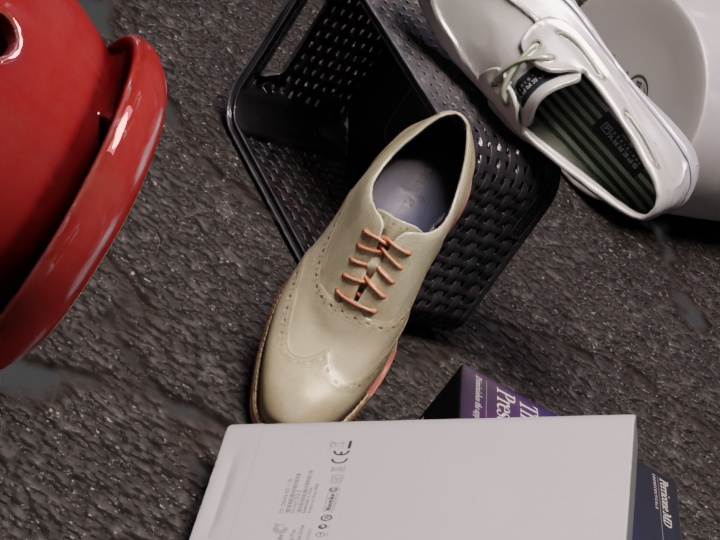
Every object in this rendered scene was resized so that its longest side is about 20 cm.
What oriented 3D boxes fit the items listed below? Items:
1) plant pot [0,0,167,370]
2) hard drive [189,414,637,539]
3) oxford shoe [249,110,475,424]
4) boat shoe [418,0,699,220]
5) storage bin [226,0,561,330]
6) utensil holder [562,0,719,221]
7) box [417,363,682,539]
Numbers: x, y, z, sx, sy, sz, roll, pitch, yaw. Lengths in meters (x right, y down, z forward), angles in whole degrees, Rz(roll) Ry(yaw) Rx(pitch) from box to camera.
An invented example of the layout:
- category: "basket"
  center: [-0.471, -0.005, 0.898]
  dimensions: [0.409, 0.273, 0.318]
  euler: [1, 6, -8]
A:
- category: "plant pot"
  center: [-0.197, -0.066, 1.082]
  dimensions: [0.182, 0.201, 0.201]
  euler: [29, 26, -17]
- category: "hard drive"
  center: [0.026, 0.112, 1.106]
  dimensions: [0.199, 0.027, 0.132]
  euler: [-3, 28, 10]
- category: "oxford shoe"
  center: [0.000, 0.000, 1.241]
  dimensions: [0.071, 0.074, 0.201]
  euler: [25, 69, 2]
- category: "boat shoe"
  center: [0.108, -0.107, 1.337]
  dimensions: [0.200, 0.074, 0.067]
  euler: [40, 24, 7]
- category: "storage bin"
  center: [0.016, -0.077, 1.421]
  dimensions: [0.093, 0.135, 0.200]
  euler: [13, 34, -38]
- category: "utensil holder"
  center: [0.256, -0.118, 1.746]
  dimensions: [0.199, 0.170, 0.170]
  euler: [5, 39, -43]
- category: "box"
  center: [0.087, 0.154, 1.190]
  dimensions: [0.141, 0.079, 0.200]
  euler: [31, 26, -13]
